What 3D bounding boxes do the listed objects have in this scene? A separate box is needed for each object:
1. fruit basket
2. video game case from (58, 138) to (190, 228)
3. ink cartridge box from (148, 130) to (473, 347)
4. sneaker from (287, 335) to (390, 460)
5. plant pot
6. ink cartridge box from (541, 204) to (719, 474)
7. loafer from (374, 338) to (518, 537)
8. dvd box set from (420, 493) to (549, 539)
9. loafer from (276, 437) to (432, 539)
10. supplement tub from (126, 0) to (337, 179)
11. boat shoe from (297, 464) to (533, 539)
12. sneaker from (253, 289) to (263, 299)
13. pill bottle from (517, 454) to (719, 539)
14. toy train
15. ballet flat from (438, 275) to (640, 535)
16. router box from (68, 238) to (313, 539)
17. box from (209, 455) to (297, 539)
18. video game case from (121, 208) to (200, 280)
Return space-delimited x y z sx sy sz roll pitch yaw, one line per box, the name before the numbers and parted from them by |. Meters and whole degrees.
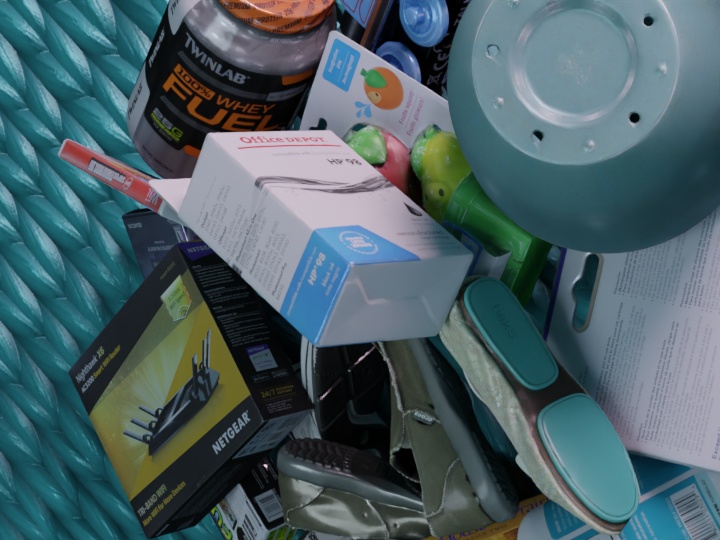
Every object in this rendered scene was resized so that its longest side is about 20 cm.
fruit basket | 0.035 -0.044 1.596 0.200 0.094 0.186 30 133 10
video game case | -0.123 -0.045 1.678 0.200 0.143 0.017 27 93 59
ink cartridge box | -0.037 -0.035 1.522 0.200 0.116 0.067 42 121 35
sneaker | -0.040 0.090 1.786 0.115 0.076 0.201 30 148 34
plant pot | 0.144 -0.117 1.426 0.200 0.161 0.201 -1 85 13
ink cartridge box | 0.217 0.028 1.513 0.200 0.041 0.200 12 88 38
loafer | 0.044 0.110 1.651 0.075 0.070 0.200 49 -169 -45
dvd box set | 0.100 0.241 1.670 0.199 0.029 0.147 -21 121 6
loafer | 0.030 0.183 1.710 0.199 0.075 0.070 17 109 11
supplement tub | -0.092 -0.158 1.697 0.123 0.122 0.200 48 141 15
boat shoe | 0.043 0.194 1.786 0.200 0.074 0.076 -21 85 25
sneaker | 0.000 0.000 1.719 0.200 0.091 0.078 -3 107 39
pill bottle | 0.184 0.189 1.567 0.200 0.111 0.111 -29 89 11
toy train | 0.043 -0.204 1.599 0.114 0.087 0.200 49 137 27
ballet flat | 0.116 0.093 1.514 0.200 0.067 0.062 60 145 19
router box | -0.135 0.092 1.783 0.200 0.052 0.158 -47 64 43
box | -0.117 0.142 1.869 0.200 0.035 0.110 58 156 20
video game case | -0.133 0.043 1.881 0.143 0.019 0.201 -3 108 67
